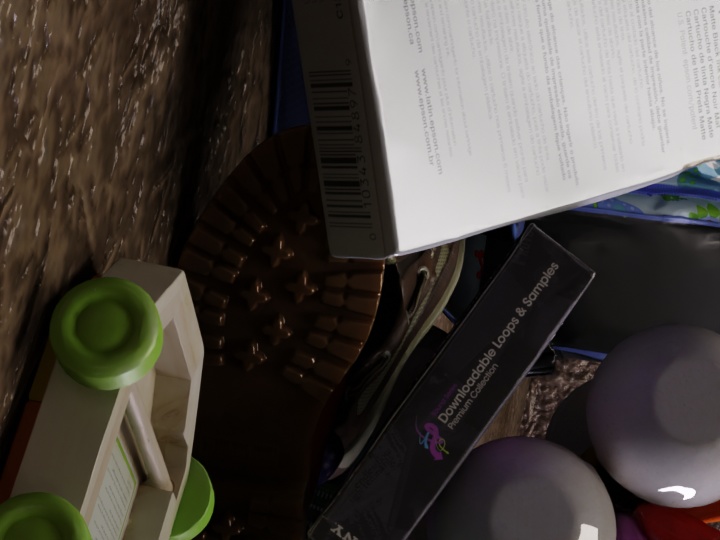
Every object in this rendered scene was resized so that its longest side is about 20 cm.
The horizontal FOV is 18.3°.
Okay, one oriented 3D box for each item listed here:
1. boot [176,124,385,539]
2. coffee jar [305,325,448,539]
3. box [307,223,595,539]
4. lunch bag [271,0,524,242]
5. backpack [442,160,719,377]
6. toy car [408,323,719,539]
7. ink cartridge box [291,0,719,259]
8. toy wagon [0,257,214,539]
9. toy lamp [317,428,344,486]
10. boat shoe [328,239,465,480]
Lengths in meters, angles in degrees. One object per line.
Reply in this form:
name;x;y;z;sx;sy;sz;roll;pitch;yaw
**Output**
boot;-0.035;0.027;0.870;0.107;0.075;0.200;-71;177;-67
coffee jar;0.000;0.125;1.155;0.104;0.085;0.200;-61;160;-50
box;0.038;0.052;0.909;0.143;0.036;0.200;-55;175;0
lunch bag;0.044;-0.121;0.954;0.136;0.132;0.200;-69;168;-49
backpack;0.119;-0.034;1.200;0.200;0.182;0.147;-143;-120;-65
toy car;0.121;0.129;1.036;0.200;0.150;0.175;-35;172;-12
ink cartridge box;0.058;-0.120;0.820;0.200;0.041;0.200;-15;101;-38
toy wagon;-0.088;0.098;0.694;0.155;0.039;0.200;83;21;-64
toy lamp;-0.055;0.153;0.938;0.058;0.058;0.200;89;13;-57
boat shoe;0.006;0.002;1.061;0.075;0.074;0.203;94;12;-53
